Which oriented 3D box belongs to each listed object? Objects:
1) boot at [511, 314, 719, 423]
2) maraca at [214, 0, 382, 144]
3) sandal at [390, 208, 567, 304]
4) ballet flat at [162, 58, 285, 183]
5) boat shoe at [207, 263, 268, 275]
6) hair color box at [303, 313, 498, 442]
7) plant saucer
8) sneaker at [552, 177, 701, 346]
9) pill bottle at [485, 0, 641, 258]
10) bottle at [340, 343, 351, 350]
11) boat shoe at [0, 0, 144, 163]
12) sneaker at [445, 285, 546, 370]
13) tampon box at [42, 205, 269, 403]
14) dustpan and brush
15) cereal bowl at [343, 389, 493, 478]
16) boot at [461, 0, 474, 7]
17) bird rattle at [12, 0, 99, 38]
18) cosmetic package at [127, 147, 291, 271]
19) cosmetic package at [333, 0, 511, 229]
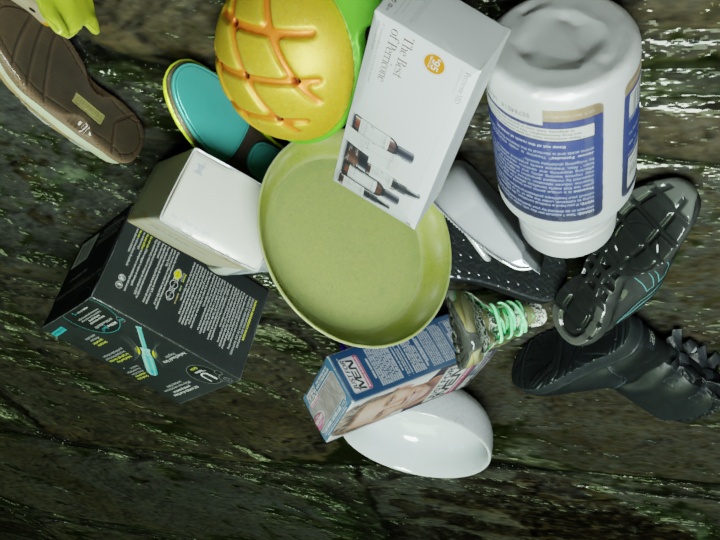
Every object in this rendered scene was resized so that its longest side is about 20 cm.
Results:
[{"bbox_3d":[0.287,0.118,1.037,0.162,0.074,0.198,29,145,-24],"label":"boot"},{"bbox_3d":[-0.046,-0.179,0.702,0.137,0.107,0.200,42,140,7],"label":"maraca"},{"bbox_3d":[0.105,-0.016,0.918,0.199,0.076,0.048,23,165,-10],"label":"sandal"},{"bbox_3d":[-0.119,-0.117,0.876,0.200,0.067,0.067,40,161,-35],"label":"ballet flat"},{"bbox_3d":[-0.078,-0.023,0.985,0.200,0.070,0.072,-18,131,38],"label":"boat shoe"},{"bbox_3d":[0.045,0.112,1.025,0.199,0.061,0.100,-16,153,-30],"label":"hair color box"},{"bbox_3d":[-0.007,-0.027,0.829,0.199,0.201,0.031,30,150,-21],"label":"plant saucer"},{"bbox_3d":[0.251,-0.013,0.867,0.079,0.076,0.200,-14,148,-37],"label":"sneaker"},{"bbox_3d":[0.157,-0.102,0.724,0.110,0.112,0.201,5,145,17],"label":"pill bottle"},{"bbox_3d":[0.016,0.064,1.061,0.065,0.083,0.200,46,153,17],"label":"bottle"},{"bbox_3d":[-0.292,-0.168,0.871,0.076,0.072,0.200,7,148,36],"label":"boat shoe"},{"bbox_3d":[0.137,0.044,0.927,0.088,0.200,0.078,-11,95,16],"label":"sneaker"},{"bbox_3d":[-0.239,0.047,1.108,0.199,0.127,0.149,34,144,-27],"label":"tampon box"},{"bbox_3d":[0.079,-0.069,0.835,0.057,0.140,0.200,-39,89,16],"label":"dustpan and brush"},{"bbox_3d":[0.079,0.193,1.224,0.199,0.084,0.201,12,147,8],"label":"cereal bowl"},{"bbox_3d":[0.041,-0.189,0.706,0.075,0.074,0.200,35,150,15],"label":"boot"},{"bbox_3d":[-0.276,-0.253,0.710,0.199,0.113,0.163,32,161,-17],"label":"bird rattle"},{"bbox_3d":[-0.150,-0.055,0.895,0.103,0.073,0.200,29,172,-19],"label":"cosmetic package"},{"bbox_3d":[0.037,-0.114,0.683,0.082,0.051,0.200,30,151,6],"label":"cosmetic package"}]
